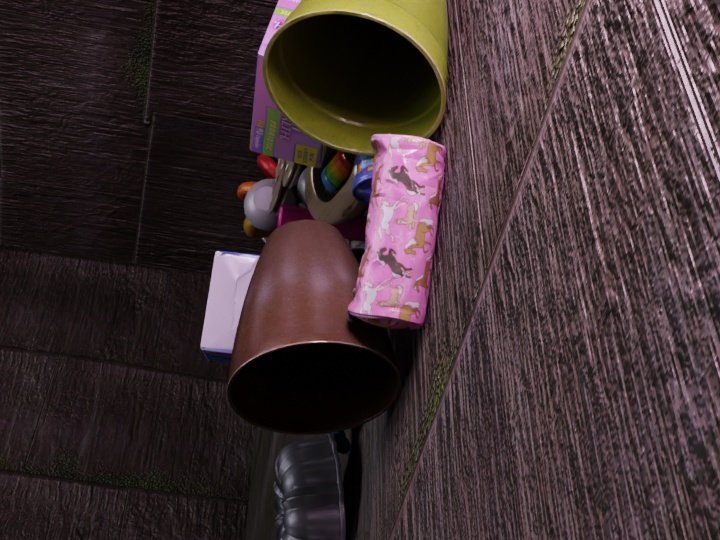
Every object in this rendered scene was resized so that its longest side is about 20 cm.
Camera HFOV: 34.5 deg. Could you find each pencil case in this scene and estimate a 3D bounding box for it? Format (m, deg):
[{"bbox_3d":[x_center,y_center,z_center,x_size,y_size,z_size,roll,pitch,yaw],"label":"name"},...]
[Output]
[{"bbox_3d":[0.033,-0.167,1.364,0.087,0.078,0.201,100,175,-60],"label":"pencil case"},{"bbox_3d":[0.038,-0.041,1.182,0.083,0.086,0.201,14,-96,-66],"label":"pencil case"}]

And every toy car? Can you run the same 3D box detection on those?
[{"bbox_3d":[-0.102,-0.132,1.861,0.175,0.199,0.150,68,-176,-73],"label":"toy car"}]

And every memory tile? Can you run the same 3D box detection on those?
[{"bbox_3d":[-0.097,-0.184,1.709,0.200,0.017,0.154,-89,22,-54],"label":"memory tile"}]

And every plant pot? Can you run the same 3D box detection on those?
[{"bbox_3d":[-0.058,0.049,1.290,0.187,0.186,0.201,108,161,-51],"label":"plant pot"},{"bbox_3d":[0.017,-0.265,1.278,0.201,0.200,0.193,108,180,-53],"label":"plant pot"}]

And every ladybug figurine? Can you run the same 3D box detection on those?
[{"bbox_3d":[-0.009,-0.135,1.546,0.200,0.072,0.136,-42,53,49],"label":"ladybug figurine"}]

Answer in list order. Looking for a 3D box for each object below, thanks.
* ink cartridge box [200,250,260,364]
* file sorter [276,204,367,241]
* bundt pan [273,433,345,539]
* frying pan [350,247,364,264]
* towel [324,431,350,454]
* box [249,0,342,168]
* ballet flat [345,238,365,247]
[{"bbox_3d":[-0.171,0.058,1.610,0.200,0.076,0.137,120,158,-79],"label":"ink cartridge box"},{"bbox_3d":[-0.062,0.025,1.660,0.125,0.138,0.201,120,158,-79],"label":"file sorter"},{"bbox_3d":[-0.070,0.311,1.497,0.202,0.075,0.203,178,90,-80],"label":"bundt pan"},{"bbox_3d":[0.012,-0.004,1.348,0.115,0.031,0.191,31,114,37],"label":"frying pan"},{"bbox_3d":[-0.065,0.142,1.520,0.147,0.022,0.200,48,160,35],"label":"towel"},{"bbox_3d":[-0.065,-0.268,1.466,0.176,0.096,0.201,103,180,-55],"label":"box"},{"bbox_3d":[0.000,0.000,1.490,0.200,0.069,0.070,-111,30,-64],"label":"ballet flat"}]
